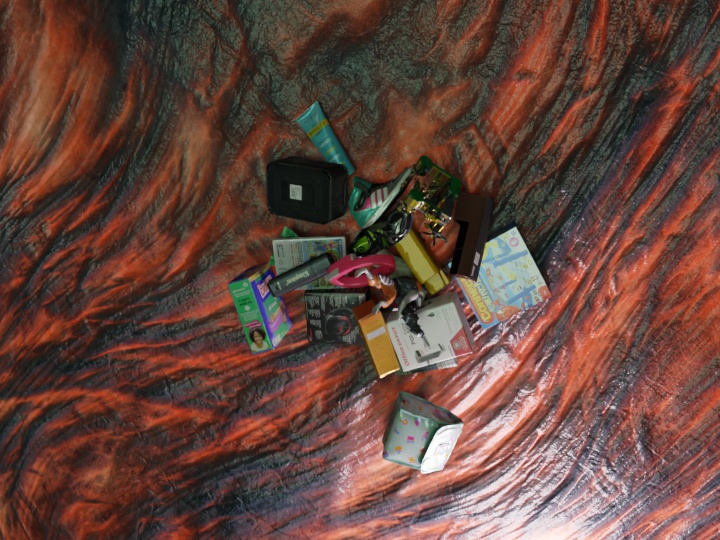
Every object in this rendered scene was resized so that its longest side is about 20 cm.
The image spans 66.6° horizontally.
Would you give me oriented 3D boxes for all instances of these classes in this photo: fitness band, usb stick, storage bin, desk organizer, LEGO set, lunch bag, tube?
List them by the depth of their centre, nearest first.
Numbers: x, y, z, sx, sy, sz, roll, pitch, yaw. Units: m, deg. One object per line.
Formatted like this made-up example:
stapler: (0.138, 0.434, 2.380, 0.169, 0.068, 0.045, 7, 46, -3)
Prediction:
LEGO set: (0.157, -0.163, 1.325, 0.151, 0.204, 0.116, 22, 139, -14)
desk organizer: (0.263, -0.082, 1.340, 0.075, 0.071, 0.206, 12, 87, 29)
fitness band: (0.000, 0.000, 1.383, 0.198, 0.141, 0.038, -27, 63, 46)
storage bin: (-0.139, -0.207, 1.405, 0.195, 0.093, 0.139, 13, 113, 24)
tube: (-0.085, -0.328, 1.415, 0.077, 0.050, 0.202, -33, 92, 14)
usb stick: (-0.157, 0.014, 1.459, 0.196, 0.033, 0.056, -25, 109, 13)
lunch bag: (0.173, 0.460, 1.531, 0.195, 0.122, 0.174, 20, 107, -1)

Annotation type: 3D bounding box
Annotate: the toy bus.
toy bus: (0.151, -0.035, 1.414, 0.064, 0.078, 0.202, -34, 89, 20)

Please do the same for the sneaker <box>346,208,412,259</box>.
sneaker: (0.046, -0.084, 1.350, 0.197, 0.083, 0.072, -35, 84, 13)

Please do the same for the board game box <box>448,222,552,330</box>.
board game box: (0.353, 0.016, 1.396, 0.193, 0.056, 0.203, -29, 97, 19)

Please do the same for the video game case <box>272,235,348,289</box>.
video game case: (-0.132, -0.019, 1.472, 0.194, 0.018, 0.147, -2, 111, 5)

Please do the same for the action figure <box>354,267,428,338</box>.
action figure: (0.098, 0.064, 1.332, 0.201, 0.190, 0.106, 50, 122, 36)

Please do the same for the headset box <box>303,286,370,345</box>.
headset box: (-0.049, 0.121, 1.511, 0.194, 0.075, 0.153, 0, 106, 13)

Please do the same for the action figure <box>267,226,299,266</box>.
action figure: (-0.143, -0.024, 1.506, 0.196, 0.055, 0.120, 28, 108, -3)

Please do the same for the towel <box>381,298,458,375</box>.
towel: (0.157, 0.184, 1.508, 0.188, 0.035, 0.205, -13, 104, 20)

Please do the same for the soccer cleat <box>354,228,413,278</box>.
soccer cleat: (0.057, -0.028, 1.443, 0.200, 0.078, 0.069, 44, 110, -2)

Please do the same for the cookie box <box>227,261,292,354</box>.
cookie box: (-0.274, 0.099, 1.510, 0.073, 0.171, 0.205, -15, 102, 14)

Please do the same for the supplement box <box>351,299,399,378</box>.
supplement box: (0.042, 0.182, 1.442, 0.067, 0.067, 0.204, -25, 119, -7)

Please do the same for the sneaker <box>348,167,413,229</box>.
sneaker: (0.039, -0.210, 1.399, 0.120, 0.084, 0.201, 42, 97, 5)

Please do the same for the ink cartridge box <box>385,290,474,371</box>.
ink cartridge box: (0.180, 0.161, 1.430, 0.196, 0.083, 0.150, -20, 101, 21)
